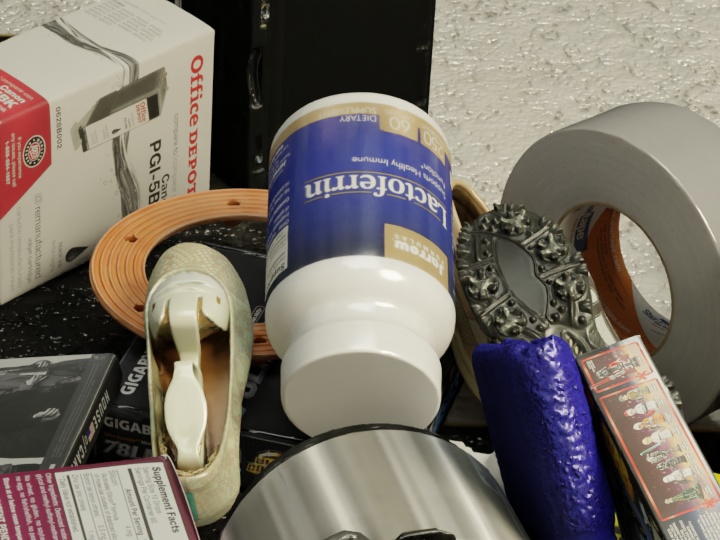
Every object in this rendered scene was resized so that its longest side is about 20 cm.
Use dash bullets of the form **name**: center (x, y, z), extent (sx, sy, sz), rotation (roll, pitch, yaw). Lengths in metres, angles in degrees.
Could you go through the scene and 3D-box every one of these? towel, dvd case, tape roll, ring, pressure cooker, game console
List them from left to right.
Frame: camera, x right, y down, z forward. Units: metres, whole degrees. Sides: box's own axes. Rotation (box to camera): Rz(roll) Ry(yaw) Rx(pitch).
- **dvd case**: center (-0.255, 0.103, 1.634), extent (0.199, 0.025, 0.150), rotation (-5, 31, 15)
- **ring**: center (-0.074, 0.005, 1.761), extent (0.200, 0.019, 0.201), rotation (3, 33, -2)
- **game console**: center (-0.047, -0.163, 1.940), extent (0.116, 0.200, 0.176), rotation (-19, 38, -32)
- **pressure cooker**: center (0.021, 0.192, 1.406), extent (0.175, 0.179, 0.200), rotation (8, 24, -21)
- **towel**: center (0.114, 0.129, 1.436), extent (0.049, 0.201, 0.148), rotation (-16, 1, -8)
- **tape roll**: center (0.177, -0.002, 1.711), extent (0.066, 0.201, 0.200), rotation (-22, 40, -36)

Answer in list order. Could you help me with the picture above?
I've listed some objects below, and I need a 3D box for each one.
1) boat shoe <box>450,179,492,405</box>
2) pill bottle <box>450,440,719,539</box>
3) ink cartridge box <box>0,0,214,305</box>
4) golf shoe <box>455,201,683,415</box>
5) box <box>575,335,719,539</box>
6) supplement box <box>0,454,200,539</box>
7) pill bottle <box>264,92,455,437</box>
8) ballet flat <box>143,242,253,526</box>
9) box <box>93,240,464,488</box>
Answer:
- **boat shoe**: center (0.094, 0.033, 1.717), extent (0.071, 0.065, 0.200), rotation (-12, 59, -49)
- **pill bottle**: center (0.128, 0.152, 1.557), extent (0.199, 0.104, 0.104), rotation (12, 34, 14)
- **ink cartridge box**: center (-0.196, -0.087, 1.860), extent (0.083, 0.147, 0.200), rotation (30, 42, 33)
- **golf shoe**: center (0.121, 0.050, 1.655), extent (0.078, 0.095, 0.200), rotation (-28, 61, -7)
- **box**: center (0.166, 0.145, 1.380), extent (0.040, 0.137, 0.200), rotation (-19, 37, -2)
- **supplement box**: center (-0.189, 0.186, 1.454), extent (0.199, 0.131, 0.103), rotation (-5, 34, -14)
- **pill bottle**: center (0.000, 0.000, 1.655), extent (0.115, 0.116, 0.200), rotation (1, 50, -3)
- **ballet flat**: center (-0.097, 0.055, 1.633), extent (0.067, 0.062, 0.200), rotation (-9, 57, 3)
- **box**: center (-0.043, 0.066, 1.730), extent (0.198, 0.050, 0.200), rotation (13, 34, 13)
